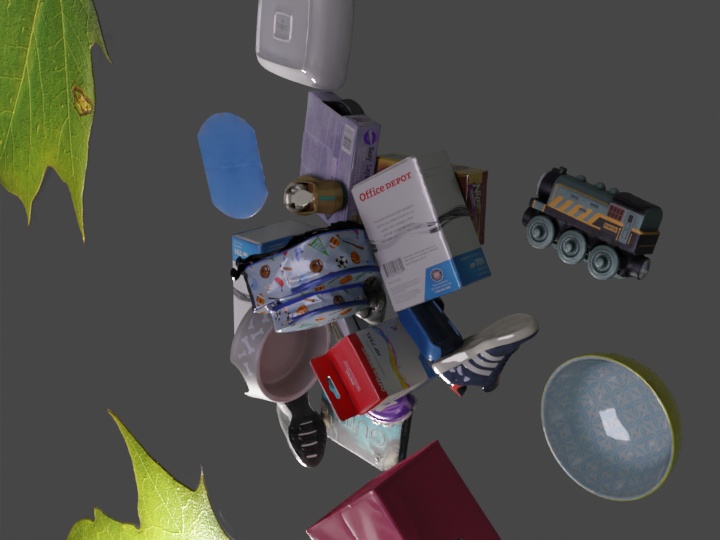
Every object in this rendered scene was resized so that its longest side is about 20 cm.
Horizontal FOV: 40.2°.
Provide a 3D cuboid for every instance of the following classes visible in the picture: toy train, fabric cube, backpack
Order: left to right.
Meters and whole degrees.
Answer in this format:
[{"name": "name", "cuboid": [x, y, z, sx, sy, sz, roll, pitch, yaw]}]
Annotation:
[{"name": "backpack", "cuboid": [-0.065, 0.007, 1.518, 0.190, 0.199, 0.155, -32, 81, 35]}, {"name": "fabric cube", "cuboid": [0.073, 0.433, 1.606, 0.200, 0.195, 0.201, -40, 79, 40]}, {"name": "toy train", "cuboid": [0.312, -0.063, 1.329, 0.199, 0.085, 0.115, 31, 110, 38]}]

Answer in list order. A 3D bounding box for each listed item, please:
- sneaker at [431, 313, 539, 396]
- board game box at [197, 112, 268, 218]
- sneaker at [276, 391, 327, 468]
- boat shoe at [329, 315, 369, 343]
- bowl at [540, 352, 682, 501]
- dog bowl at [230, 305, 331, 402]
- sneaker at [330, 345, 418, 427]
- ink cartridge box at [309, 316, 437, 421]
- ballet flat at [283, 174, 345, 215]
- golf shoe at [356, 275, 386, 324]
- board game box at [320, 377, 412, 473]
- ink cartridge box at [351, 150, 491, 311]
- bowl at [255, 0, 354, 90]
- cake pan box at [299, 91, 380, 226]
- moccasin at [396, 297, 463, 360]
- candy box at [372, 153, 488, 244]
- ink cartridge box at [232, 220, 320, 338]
[{"name": "sneaker", "cuboid": [0.205, 0.135, 1.504, 0.199, 0.075, 0.085, -30, 99, 41]}, {"name": "board game box", "cuboid": [-0.229, -0.201, 1.859, 0.157, 0.039, 0.203, -2, 105, 40]}, {"name": "sneaker", "cuboid": [-0.111, 0.292, 1.835, 0.201, 0.073, 0.080, -117, 23, -49]}, {"name": "boat shoe", "cuboid": [-0.048, 0.046, 1.723, 0.062, 0.072, 0.202, -22, 88, 47]}, {"name": "bowl", "cuboid": [0.356, 0.199, 1.334, 0.199, 0.107, 0.203, 14, 111, 42]}, {"name": "dog bowl", "cuboid": [-0.130, 0.135, 1.692, 0.058, 0.199, 0.203, 23, 117, 40]}, {"name": "sneaker", "cuboid": [0.010, 0.195, 1.680, 0.199, 0.081, 0.084, 29, 157, 36]}, {"name": "ink cartridge box", "cuboid": [0.027, 0.154, 1.585, 0.067, 0.199, 0.117, -41, 73, 43]}, {"name": "ballet flat", "cuboid": [-0.093, -0.124, 1.619, 0.199, 0.062, 0.070, 1, 97, 63]}, {"name": "golf shoe", "cuboid": [0.000, 0.000, 1.660, 0.077, 0.097, 0.202, -14, 64, 7]}, {"name": "board game box", "cuboid": [0.006, 0.269, 1.763, 0.199, 0.028, 0.137, 24, 118, 39]}, {"name": "ink cartridge box", "cuboid": [0.089, -0.058, 1.466, 0.146, 0.085, 0.202, -22, 86, 45]}, {"name": "bowl", "cuboid": [-0.106, -0.412, 1.648, 0.199, 0.074, 0.202, 27, 119, 39]}, {"name": "cake pan box", "cuboid": [-0.040, -0.182, 1.625, 0.184, 0.052, 0.202, 40, 130, 50]}, {"name": "moccasin", "cuboid": [0.104, 0.071, 1.572, 0.081, 0.067, 0.201, 92, 160, -43]}, {"name": "candy box", "cuboid": [0.103, -0.111, 1.537, 0.198, 0.056, 0.118, 15, 111, 40]}, {"name": "ink cartridge box", "cuboid": [-0.148, 0.027, 1.751, 0.085, 0.146, 0.203, 19, 115, 40]}]
